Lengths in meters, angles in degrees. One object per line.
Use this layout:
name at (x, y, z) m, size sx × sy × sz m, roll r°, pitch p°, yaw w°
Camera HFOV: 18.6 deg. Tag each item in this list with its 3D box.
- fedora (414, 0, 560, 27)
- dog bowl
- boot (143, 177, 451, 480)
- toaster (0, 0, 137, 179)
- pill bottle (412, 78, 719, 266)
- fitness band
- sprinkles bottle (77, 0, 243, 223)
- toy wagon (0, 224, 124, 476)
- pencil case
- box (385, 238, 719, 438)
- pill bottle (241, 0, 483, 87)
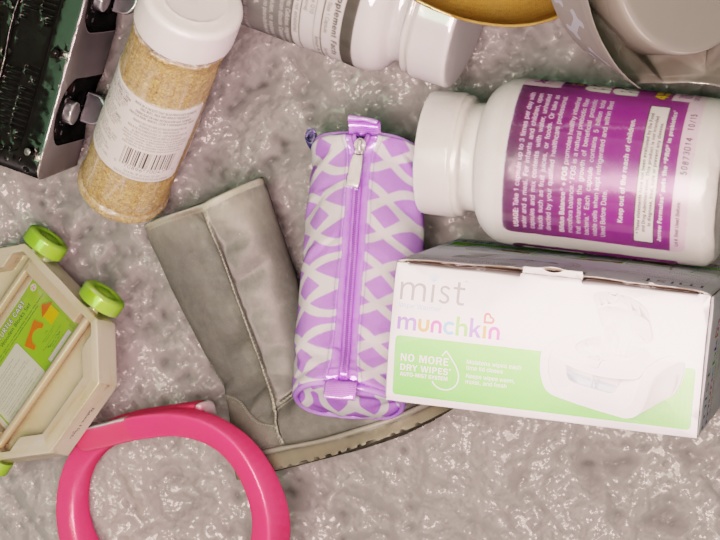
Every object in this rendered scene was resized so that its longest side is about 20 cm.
fedora at (0.083, -0.248, 1.399) m, size 0.200 × 0.201 × 0.082 m, roll 35°, pitch 143°, yaw 9°
dog bowl at (0.198, -0.209, 1.381) m, size 0.059 × 0.200 × 0.200 m, roll 22°, pitch 104°, yaw 51°
boot at (-0.044, 0.032, 1.533) m, size 0.182 × 0.073 × 0.200 m, roll -15°, pitch 85°, yaw 14°
toaster at (-0.266, -0.175, 1.537) m, size 0.200 × 0.119 × 0.181 m, roll 19°, pitch 100°, yaw 12°
pill bottle at (0.140, -0.068, 1.442) m, size 0.200 × 0.112 × 0.112 m, roll 7°, pitch 98°, yaw 14°
fitness band at (-0.136, 0.168, 1.554) m, size 0.200 × 0.037 × 0.144 m, roll -12°, pitch 95°, yaw 35°
sprinkles bottle at (-0.138, -0.116, 1.484) m, size 0.068 × 0.068 × 0.200 m, roll 38°, pitch 138°, yaw 8°
toy wagon at (-0.256, 0.043, 1.582) m, size 0.200 × 0.040 × 0.155 m, roll 43°, pitch 102°, yaw 30°
pencil case at (0.000, 0.000, 1.463) m, size 0.084 × 0.086 × 0.200 m, roll 3°, pitch 72°, yaw -1°
box at (0.135, 0.037, 1.422) m, size 0.200 × 0.176 × 0.097 m, roll 7°, pitch 97°, yaw 14°
pill bottle at (-0.017, -0.201, 1.469) m, size 0.200 × 0.114 × 0.114 m, roll 21°, pitch 101°, yaw 12°
